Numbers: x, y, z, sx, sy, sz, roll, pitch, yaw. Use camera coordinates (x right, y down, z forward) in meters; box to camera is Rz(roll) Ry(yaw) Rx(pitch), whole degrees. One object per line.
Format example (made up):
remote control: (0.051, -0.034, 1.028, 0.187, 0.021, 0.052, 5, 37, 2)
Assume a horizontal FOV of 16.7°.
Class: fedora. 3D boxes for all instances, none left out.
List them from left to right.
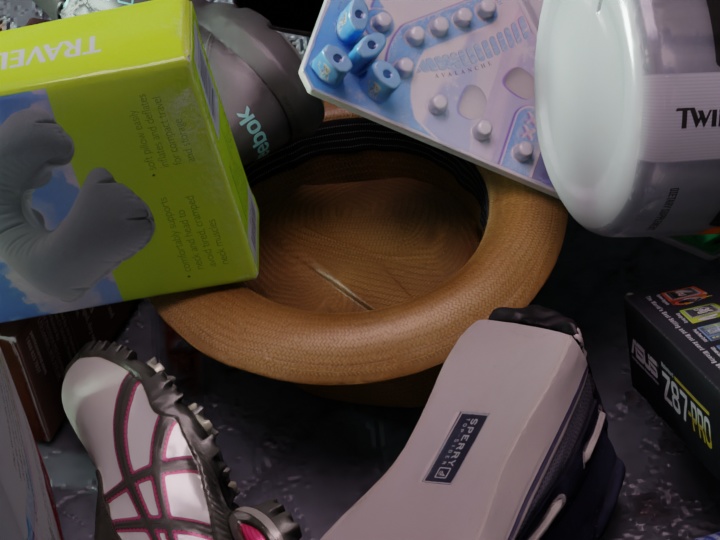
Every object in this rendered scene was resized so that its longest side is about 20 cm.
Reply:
fedora: (0.000, 0.000, 1.076, 0.201, 0.082, 0.201, -8, 40, 7)

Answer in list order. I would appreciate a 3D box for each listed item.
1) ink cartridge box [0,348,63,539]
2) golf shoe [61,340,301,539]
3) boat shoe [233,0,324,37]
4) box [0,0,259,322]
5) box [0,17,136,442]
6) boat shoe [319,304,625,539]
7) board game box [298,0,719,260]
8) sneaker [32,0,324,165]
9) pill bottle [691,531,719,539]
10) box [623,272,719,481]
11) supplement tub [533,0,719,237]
ink cartridge box: (-0.199, 0.087, 0.945, 0.145, 0.200, 0.145, -15, 45, -4)
golf shoe: (-0.083, 0.104, 0.997, 0.088, 0.077, 0.200, -34, 48, -12)
boat shoe: (0.026, -0.120, 1.132, 0.200, 0.074, 0.073, 16, 68, 38)
box: (-0.152, -0.036, 1.004, 0.200, 0.122, 0.048, -10, 42, 6)
box: (-0.148, -0.023, 1.135, 0.100, 0.075, 0.200, 10, 47, 21)
boat shoe: (0.042, 0.114, 0.945, 0.075, 0.093, 0.200, 10, 51, 39)
board game box: (0.097, -0.131, 1.053, 0.200, 0.026, 0.200, 22, 70, -9)
sneaker: (-0.105, -0.101, 1.101, 0.079, 0.075, 0.200, -41, 47, -17)
pill bottle: (0.152, 0.145, 0.883, 0.200, 0.111, 0.111, -17, 45, -5)
box: (0.202, 0.041, 0.908, 0.161, 0.049, 0.200, -10, 18, -7)
supplement tub: (0.180, -0.077, 0.982, 0.200, 0.123, 0.123, -2, 43, -16)
